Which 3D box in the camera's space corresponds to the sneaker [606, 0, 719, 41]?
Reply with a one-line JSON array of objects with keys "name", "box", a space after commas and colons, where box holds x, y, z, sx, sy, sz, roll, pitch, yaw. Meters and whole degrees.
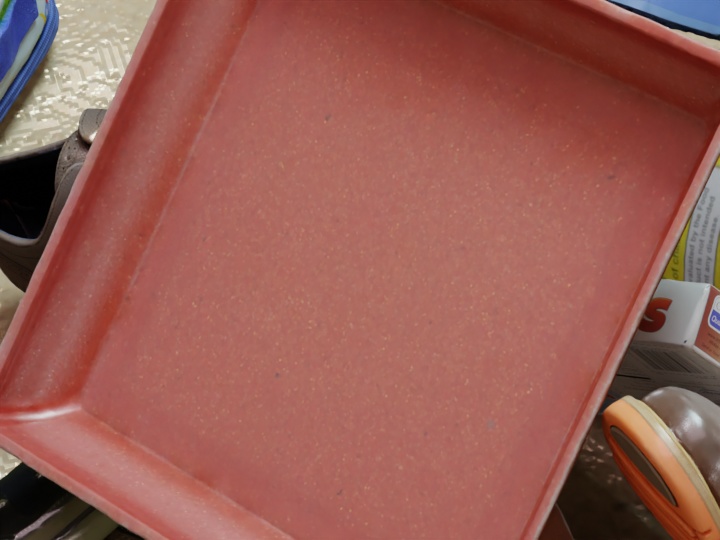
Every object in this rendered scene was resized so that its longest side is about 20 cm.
[{"name": "sneaker", "box": [0.167, -0.102, 0.900, 0.200, 0.078, 0.070, 12, 5, -27]}]

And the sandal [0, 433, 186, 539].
[{"name": "sandal", "box": [-0.084, 0.086, 0.897, 0.201, 0.057, 0.080, -30, 17, -7]}]

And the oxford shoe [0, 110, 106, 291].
[{"name": "oxford shoe", "box": [-0.062, -0.018, 0.914, 0.200, 0.073, 0.071, -10, 53, 46]}]

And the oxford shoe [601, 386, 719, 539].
[{"name": "oxford shoe", "box": [0.135, 0.069, 0.798, 0.073, 0.200, 0.071, -44, 52, 7]}]

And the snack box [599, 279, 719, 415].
[{"name": "snack box", "box": [0.058, 0.022, 0.880, 0.200, 0.072, 0.024, 6, 69, 51]}]

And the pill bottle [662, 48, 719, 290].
[{"name": "pill bottle", "box": [0.107, -0.022, 0.936, 0.200, 0.111, 0.111, 17, 46, 43]}]

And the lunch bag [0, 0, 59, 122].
[{"name": "lunch bag", "box": [-0.213, -0.079, 1.047, 0.161, 0.082, 0.200, 11, 47, 14]}]

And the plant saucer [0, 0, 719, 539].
[{"name": "plant saucer", "box": [0.000, 0.000, 0.811, 0.200, 0.037, 0.200, 28, 95, 33]}]

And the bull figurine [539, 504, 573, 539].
[{"name": "bull figurine", "box": [0.029, 0.111, 0.829, 0.121, 0.065, 0.200, -25, 46, -15]}]
